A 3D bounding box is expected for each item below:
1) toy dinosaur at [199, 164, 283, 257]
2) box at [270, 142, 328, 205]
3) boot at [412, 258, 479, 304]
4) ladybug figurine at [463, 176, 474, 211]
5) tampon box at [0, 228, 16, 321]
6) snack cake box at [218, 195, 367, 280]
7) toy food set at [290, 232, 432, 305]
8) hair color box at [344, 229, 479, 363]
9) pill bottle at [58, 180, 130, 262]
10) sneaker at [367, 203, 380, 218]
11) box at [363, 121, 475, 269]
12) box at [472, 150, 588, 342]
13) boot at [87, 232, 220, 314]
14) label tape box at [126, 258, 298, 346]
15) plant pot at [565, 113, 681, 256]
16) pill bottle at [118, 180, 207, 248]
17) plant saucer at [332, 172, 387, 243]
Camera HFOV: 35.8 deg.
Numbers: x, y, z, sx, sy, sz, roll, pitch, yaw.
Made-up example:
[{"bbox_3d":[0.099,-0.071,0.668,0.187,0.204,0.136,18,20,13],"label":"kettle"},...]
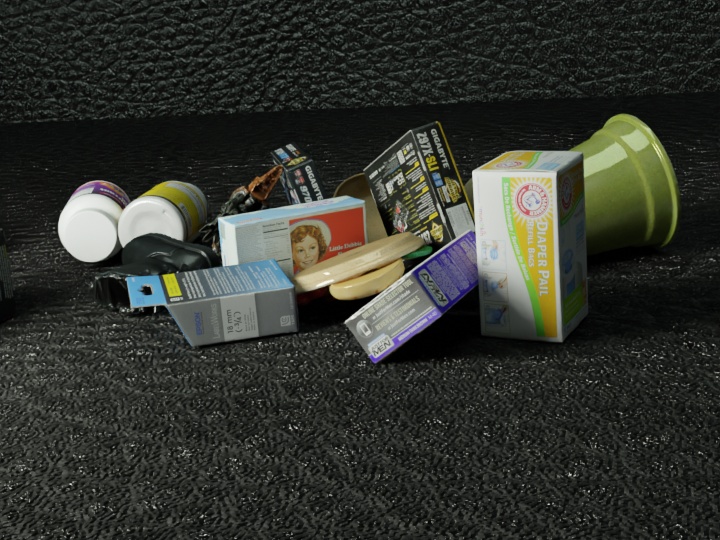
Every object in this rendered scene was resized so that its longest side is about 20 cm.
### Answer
[{"bbox_3d":[-0.182,-0.088,1.711,0.101,0.201,0.136,14,38,-2],"label":"toy dinosaur"},{"bbox_3d":[-0.082,-0.108,1.744,0.046,0.160,0.200,-23,17,-6],"label":"box"},{"bbox_3d":[0.137,-0.014,1.502,0.096,0.075,0.200,5,19,21],"label":"boot"},{"bbox_3d":[0.232,-0.096,1.686,0.199,0.136,0.072,-2,33,-40],"label":"ladybug figurine"},{"bbox_3d":[-0.581,0.026,1.466,0.149,0.127,0.200,2,16,21],"label":"tampon box"},{"bbox_3d":[-0.090,-0.030,1.550,0.199,0.116,0.067,-11,16,-24],"label":"snack cake box"},{"bbox_3d":[0.000,0.000,1.453,0.199,0.049,0.198,-17,7,40],"label":"toy food set"},{"bbox_3d":[0.075,0.027,1.304,0.109,0.065,0.200,-38,-4,30],"label":"hair color box"},{"bbox_3d":[-0.436,-0.077,1.835,0.110,0.112,0.200,-6,16,-7],"label":"pill bottle"},{"bbox_3d":[0.020,-0.092,1.839,0.114,0.073,0.200,-9,15,-29],"label":"sneaker"},{"bbox_3d":[0.080,-0.097,1.532,0.049,0.161,0.200,-20,-4,-21],"label":"box"},{"bbox_3d":[0.200,-0.031,1.300,0.101,0.202,0.112,3,17,27],"label":"box"},{"bbox_3d":[-0.313,0.006,1.578,0.197,0.074,0.162,7,22,36],"label":"boot"},{"bbox_3d":[-0.189,0.043,1.409,0.198,0.064,0.144,-8,16,-12],"label":"label tape box"},{"bbox_3d":[0.320,-0.098,1.587,0.183,0.202,0.200,-20,18,-13],"label":"plant pot"},{"bbox_3d":[-0.315,-0.085,1.829,0.110,0.112,0.200,-2,15,8],"label":"pill bottle"},{"bbox_3d":[0.051,-0.076,1.704,0.199,0.036,0.201,9,41,-8],"label":"plant saucer"}]
